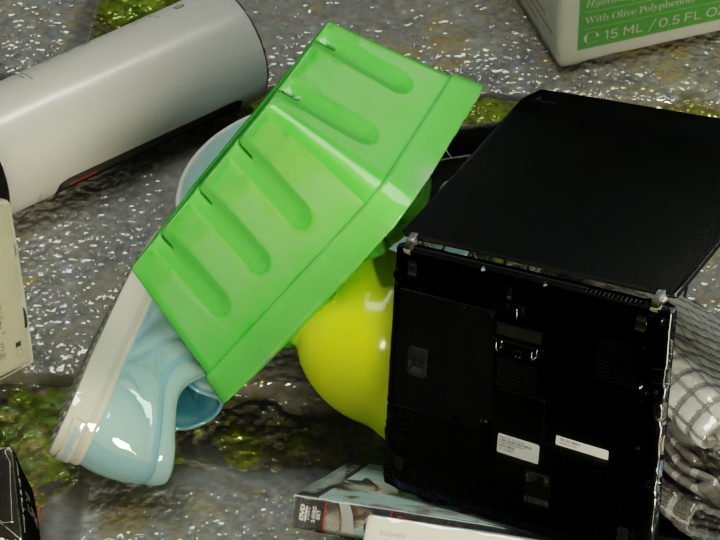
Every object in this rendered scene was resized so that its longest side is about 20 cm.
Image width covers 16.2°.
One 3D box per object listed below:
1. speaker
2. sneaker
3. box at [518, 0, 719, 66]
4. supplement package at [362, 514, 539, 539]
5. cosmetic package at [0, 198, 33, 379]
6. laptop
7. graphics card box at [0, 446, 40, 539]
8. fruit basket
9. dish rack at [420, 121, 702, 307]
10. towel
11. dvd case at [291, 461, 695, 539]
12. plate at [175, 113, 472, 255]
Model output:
[{"bbox_3d":[-0.161,-0.108,1.608,0.199,0.082,0.081,-27,47,-27],"label":"speaker"},{"bbox_3d":[-0.115,0.055,1.445,0.082,0.074,0.200,28,40,-7],"label":"sneaker"},{"bbox_3d":[0.193,-0.276,1.717,0.198,0.172,0.200,-13,42,-12],"label":"box"},{"bbox_3d":[0.064,0.187,1.156,0.117,0.200,0.118,7,79,11],"label":"supplement package"},{"bbox_3d":[-0.281,-0.002,1.434,0.199,0.104,0.073,13,29,39],"label":"cosmetic package"},{"bbox_3d":[0.111,0.022,1.250,0.103,0.201,0.177,-7,15,-44],"label":"laptop"},{"bbox_3d":[-0.226,0.129,1.267,0.125,0.200,0.051,-6,79,-6],"label":"graphics card box"},{"bbox_3d":[0.000,0.000,1.380,0.214,0.217,0.156,14,39,17],"label":"fruit basket"},{"bbox_3d":[0.120,-0.008,1.482,0.153,0.055,0.200,-9,44,-25],"label":"dish rack"},{"bbox_3d":[0.173,0.083,1.315,0.200,0.086,0.166,22,18,-49],"label":"towel"},{"bbox_3d":[0.075,0.130,1.313,0.199,0.022,0.146,7,4,11],"label":"dvd case"},{"bbox_3d":[-0.015,-0.038,1.567,0.199,0.026,0.201,0,42,0],"label":"plate"}]
